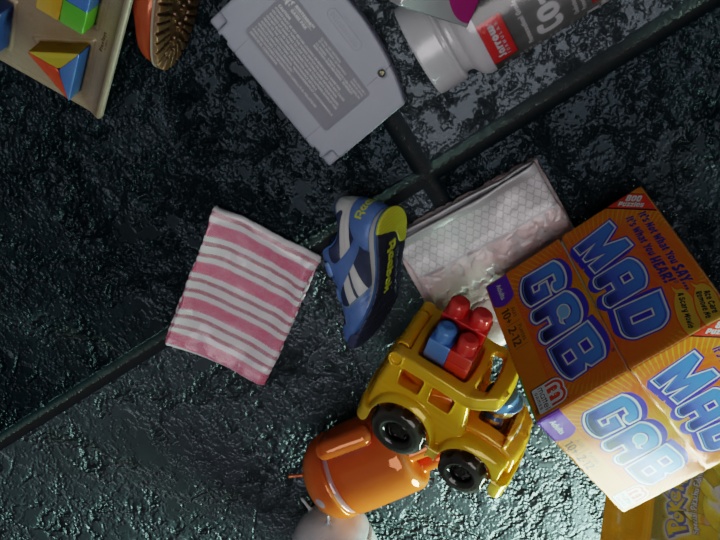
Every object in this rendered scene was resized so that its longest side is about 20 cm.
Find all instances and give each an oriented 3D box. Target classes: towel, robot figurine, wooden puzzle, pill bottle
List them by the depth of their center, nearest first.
[{"bbox_3d":[0.140,-0.265,0.739,0.198,0.114,0.115,-30,108,17],"label":"pill bottle"},{"bbox_3d":[-0.338,-0.271,0.785,0.198,0.047,0.186,32,132,-4],"label":"wooden puzzle"},{"bbox_3d":[0.162,-0.006,0.897,0.198,0.032,0.192,-28,109,17],"label":"towel"},{"bbox_3d":[-0.148,0.036,0.945,0.144,0.030,0.202,23,113,-6],"label":"towel"},{"bbox_3d":[0.011,0.244,0.975,0.198,0.144,0.118,-26,88,15],"label":"robot figurine"},{"bbox_3d":[-0.023,0.399,1.047,0.168,0.113,0.202,-3,118,45],"label":"robot figurine"}]

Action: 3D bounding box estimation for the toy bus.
[{"bbox_3d":[0.118,0.127,0.863,0.198,0.136,0.194,31,132,10],"label":"toy bus"}]

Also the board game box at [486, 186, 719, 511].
[{"bbox_3d":[0.285,0.085,0.806,0.199,0.201,0.200,-34,125,17],"label":"board game box"}]

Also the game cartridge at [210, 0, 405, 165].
[{"bbox_3d":[-0.047,-0.230,0.816,0.133,0.042,0.201,-36,106,14],"label":"game cartridge"}]

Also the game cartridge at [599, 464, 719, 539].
[{"bbox_3d":[0.396,0.274,0.913,0.197,0.032,0.179,5,80,29],"label":"game cartridge"}]

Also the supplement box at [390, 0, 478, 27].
[{"bbox_3d":[0.022,-0.311,0.681,0.200,0.102,0.102,44,120,34],"label":"supplement box"}]

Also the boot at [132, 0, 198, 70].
[{"bbox_3d":[-0.227,-0.314,0.784,0.105,0.075,0.203,12,115,14],"label":"boot"}]

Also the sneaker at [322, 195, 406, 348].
[{"bbox_3d":[0.000,0.000,0.893,0.081,0.074,0.203,26,127,24],"label":"sneaker"}]
